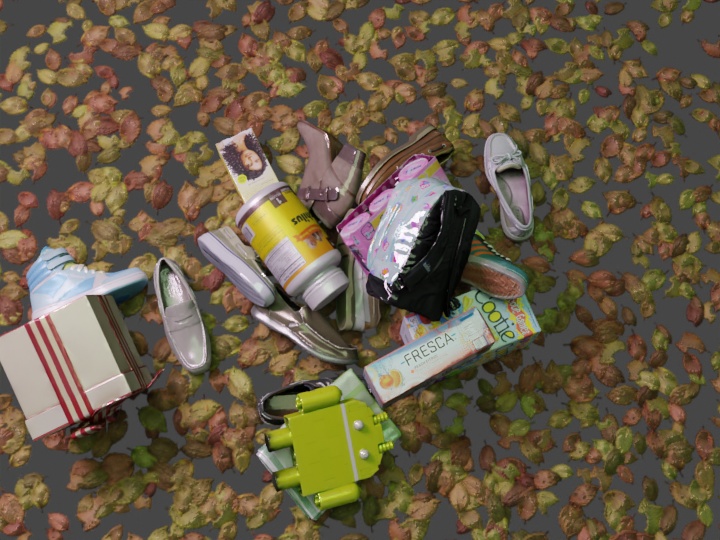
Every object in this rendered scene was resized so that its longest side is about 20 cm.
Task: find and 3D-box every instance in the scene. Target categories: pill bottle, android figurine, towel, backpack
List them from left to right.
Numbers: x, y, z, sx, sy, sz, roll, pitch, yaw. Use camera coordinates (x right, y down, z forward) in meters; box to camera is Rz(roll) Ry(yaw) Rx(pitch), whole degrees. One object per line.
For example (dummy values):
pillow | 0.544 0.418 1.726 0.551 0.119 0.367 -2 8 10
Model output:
pill bottle | -0.106 -0.036 1.491 0.109 0.109 0.201 -36 83 -13
towel | -0.046 0.273 1.444 0.200 0.031 0.150 -41 104 -13
android figurine | -0.044 0.269 1.413 0.197 0.041 0.185 -10 92 -17
backpack | 0.093 -0.039 1.392 0.126 0.166 0.202 23 92 38

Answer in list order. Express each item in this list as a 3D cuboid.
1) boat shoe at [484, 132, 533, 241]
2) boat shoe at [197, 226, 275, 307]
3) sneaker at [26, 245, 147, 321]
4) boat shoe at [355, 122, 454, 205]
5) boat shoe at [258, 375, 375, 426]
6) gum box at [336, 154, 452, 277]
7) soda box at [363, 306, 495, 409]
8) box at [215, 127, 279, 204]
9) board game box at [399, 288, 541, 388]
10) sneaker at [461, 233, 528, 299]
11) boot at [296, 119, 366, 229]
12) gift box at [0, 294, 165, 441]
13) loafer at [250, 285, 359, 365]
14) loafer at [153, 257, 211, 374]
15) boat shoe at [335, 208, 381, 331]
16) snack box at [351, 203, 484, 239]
boat shoe | 0.264 -0.154 1.608 0.073 0.065 0.205 -6 71 -4
boat shoe | -0.196 -0.015 1.523 0.062 0.072 0.200 -36 53 -19
sneaker | -0.463 0.004 1.530 0.198 0.080 0.132 -21 74 -9
boat shoe | 0.078 -0.167 1.551 0.068 0.072 0.200 41 74 17
boat shoe | -0.066 0.208 1.478 0.197 0.068 0.073 -9 69 -6
gum box | 0.063 -0.079 1.483 0.200 0.066 0.114 -44 118 -18
soda box | 0.103 0.133 1.397 0.198 0.068 0.064 -27 76 -9
box | -0.178 -0.144 1.602 0.075 0.050 0.202 -27 75 -9
board game box | 0.176 0.100 1.499 0.198 0.105 0.104 -21 73 -7
sneaker | 0.192 -0.019 1.467 0.199 0.072 0.080 21 54 38
boot | -0.076 -0.166 1.600 0.199 0.070 0.147 34 98 43
gift box | -0.418 0.148 1.404 0.198 0.185 0.189 -24 90 3
loafer | -0.084 0.089 1.505 0.198 0.075 0.070 29 94 8
loafer | -0.297 0.073 1.514 0.069 0.070 0.202 -22 73 -9
boat shoe | 0.000 0.000 1.543 0.067 0.075 0.203 4 89 -22
snack box | 0.094 -0.072 1.582 0.142 0.053 0.200 -40 75 -15
